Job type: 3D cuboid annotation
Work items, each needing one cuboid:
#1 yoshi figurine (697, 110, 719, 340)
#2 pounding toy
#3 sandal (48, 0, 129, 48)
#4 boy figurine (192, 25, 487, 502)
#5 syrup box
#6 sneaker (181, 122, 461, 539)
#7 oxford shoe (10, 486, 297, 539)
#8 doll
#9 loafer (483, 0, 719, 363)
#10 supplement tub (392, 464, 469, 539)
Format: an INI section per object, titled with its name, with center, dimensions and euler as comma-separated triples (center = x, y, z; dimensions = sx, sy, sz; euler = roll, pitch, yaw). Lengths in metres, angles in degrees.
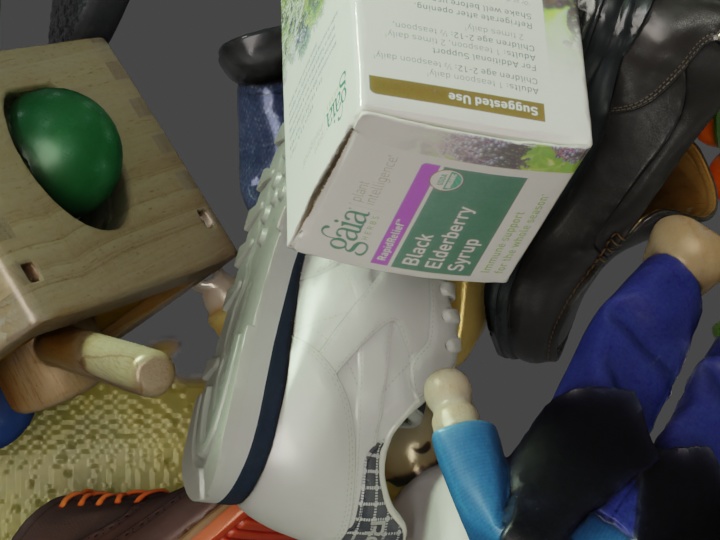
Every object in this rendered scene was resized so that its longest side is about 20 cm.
[yoshi figurine]
center = 0.192, -0.021, 0.927
dimensions = 0.112, 0.112, 0.201
euler = -9, 85, -10
[pounding toy]
center = -0.136, 0.012, 0.889
dimensions = 0.200, 0.184, 0.142
euler = -34, 85, 24
[sandal]
center = -0.061, -0.166, 0.973
dimensions = 0.043, 0.076, 0.200
euler = 28, 92, -20
[boy figurine]
center = -0.004, 0.004, 0.963
dimensions = 0.124, 0.064, 0.200
euler = -12, 85, 2
[syrup box]
center = 0.021, -0.101, 0.847
dimensions = 0.081, 0.079, 0.200
euler = 8, 54, -16
[sneaker]
center = 0.000, 0.000, 0.895
dimensions = 0.080, 0.076, 0.200
euler = 19, 75, -11
[oxford shoe]
center = -0.091, 0.106, 0.950
dimensions = 0.200, 0.071, 0.073
euler = -37, 65, 19
[doll]
center = 0.081, 0.070, 0.823
dimensions = 0.136, 0.048, 0.200
euler = 34, 52, -2
[loafer]
center = 0.092, -0.029, 0.900
dimensions = 0.072, 0.200, 0.073
euler = 18, 52, 4
[supplement tub]
center = 0.094, 0.164, 0.889
dimensions = 0.200, 0.145, 0.146
euler = 21, 91, -13
